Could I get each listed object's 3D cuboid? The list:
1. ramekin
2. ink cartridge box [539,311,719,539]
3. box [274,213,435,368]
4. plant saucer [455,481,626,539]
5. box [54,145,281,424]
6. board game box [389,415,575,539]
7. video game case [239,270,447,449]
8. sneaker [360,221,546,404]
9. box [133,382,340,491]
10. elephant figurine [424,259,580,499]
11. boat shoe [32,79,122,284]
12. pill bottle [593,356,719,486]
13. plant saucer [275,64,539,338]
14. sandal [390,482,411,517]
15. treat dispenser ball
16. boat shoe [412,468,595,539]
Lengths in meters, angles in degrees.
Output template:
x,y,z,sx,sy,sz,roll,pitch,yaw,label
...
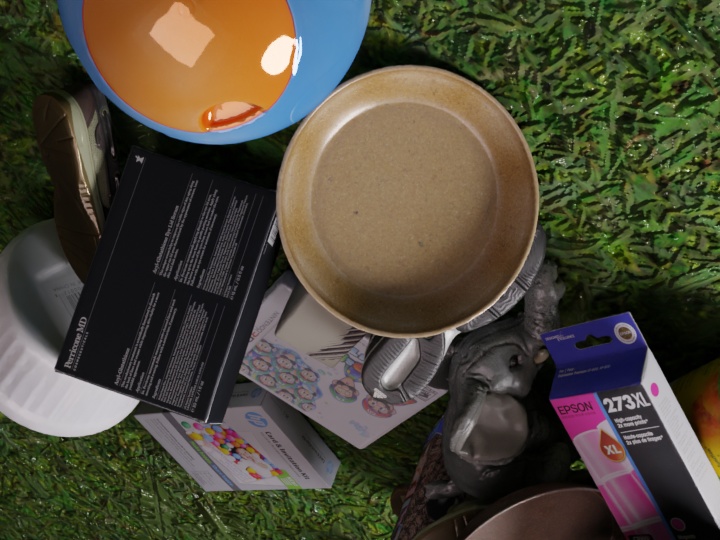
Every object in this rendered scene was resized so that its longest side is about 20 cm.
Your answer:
x,y,z,sx,sy,sz,roll,pitch,yaw,label
-0.274,0.046,1.086,0.199,0.202,0.098,35,133,-14,ramekin
0.219,0.133,0.912,0.094,0.037,0.202,-19,104,47,ink cartridge box
0.000,0.000,0.976,0.068,0.083,0.200,30,143,-9,box
0.155,0.257,1.002,0.197,0.035,0.203,-9,126,-13,plant saucer
-0.157,0.014,0.972,0.139,0.203,0.079,18,174,5,box
0.113,0.274,1.122,0.157,0.202,0.097,21,162,2,board game box
-0.034,0.098,1.152,0.199,0.024,0.182,33,141,-12,video game case
0.070,0.012,0.962,0.075,0.116,0.201,39,106,-17,sneaker
-0.143,0.196,1.311,0.198,0.041,0.157,-9,131,34,box
0.115,0.103,1.000,0.140,0.156,0.201,10,142,41,elephant figurine
-0.234,-0.071,1.001,0.071,0.066,0.203,22,132,35,boat shoe
0.291,0.147,0.967,0.110,0.112,0.200,34,141,-13,pill bottle
0.035,-0.052,0.854,0.198,0.202,0.035,29,-175,-7,plant saucer
0.104,0.272,1.267,0.081,0.055,0.199,-9,146,43,sandal
-0.091,-0.182,0.712,0.198,0.202,0.202,14,141,12,treat dispenser ball
0.139,0.237,1.061,0.198,0.063,0.074,-22,96,-5,boat shoe
